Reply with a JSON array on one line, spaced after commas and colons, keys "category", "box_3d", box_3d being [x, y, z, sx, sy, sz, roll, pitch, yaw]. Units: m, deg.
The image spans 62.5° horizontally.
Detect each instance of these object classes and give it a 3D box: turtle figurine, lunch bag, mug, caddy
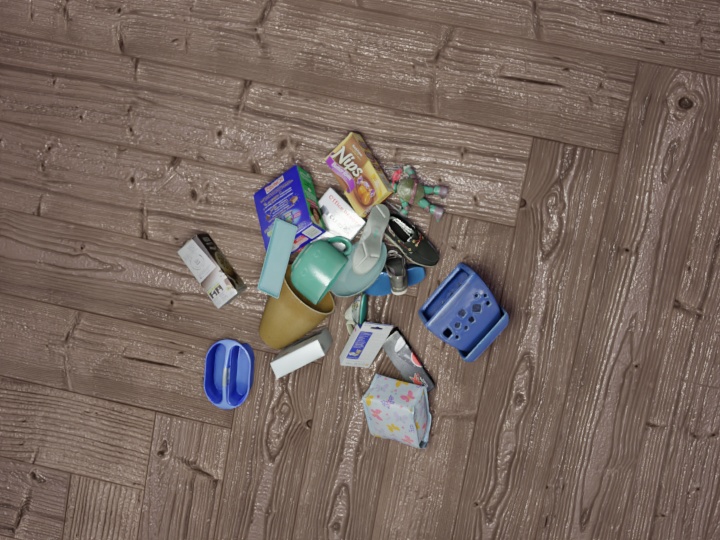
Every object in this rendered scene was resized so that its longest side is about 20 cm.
[{"category": "turtle figurine", "box_3d": [0.143, -0.215, 1.673, 0.194, 0.101, 0.155, 16, 97, -4]}, {"category": "lunch bag", "box_3d": [0.108, 0.412, 1.692, 0.165, 0.128, 0.205, 8, 128, 28]}, {"category": "mug", "box_3d": [-0.113, -0.011, 1.608, 0.113, 0.185, 0.153, 36, 122, 2]}, {"category": "caddy", "box_3d": [-0.386, 0.301, 1.747, 0.136, 0.105, 0.208, 5, 96, 4]}]

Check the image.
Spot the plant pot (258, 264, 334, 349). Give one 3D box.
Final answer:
[{"category": "plant pot", "box_3d": [-0.202, 0.121, 1.698, 0.186, 0.187, 0.201, 42, 111, -1]}]

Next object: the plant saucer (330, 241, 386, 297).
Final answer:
[{"category": "plant saucer", "box_3d": [0.000, 0.000, 1.673, 0.199, 0.203, 0.039, -39, 127, 7]}]

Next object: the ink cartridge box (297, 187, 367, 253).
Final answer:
[{"category": "ink cartridge box", "box_3d": [-0.093, -0.114, 1.700, 0.144, 0.084, 0.201, 42, 97, 0]}]

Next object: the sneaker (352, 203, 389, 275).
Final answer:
[{"category": "sneaker", "box_3d": [0.030, -0.078, 1.641, 0.069, 0.080, 0.206, 22, 79, -2]}]

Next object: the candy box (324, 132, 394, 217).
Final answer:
[{"category": "candy box", "box_3d": [-0.004, -0.267, 1.655, 0.116, 0.056, 0.204, -37, 77, 26]}]

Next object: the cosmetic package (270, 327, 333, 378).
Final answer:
[{"category": "cosmetic package", "box_3d": [-0.162, 0.229, 1.678, 0.148, 0.200, 0.053, -29, 92, 5]}]

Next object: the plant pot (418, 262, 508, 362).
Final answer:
[{"category": "plant pot", "box_3d": [0.291, 0.122, 1.643, 0.179, 0.200, 0.201, 43, 96, -6]}]

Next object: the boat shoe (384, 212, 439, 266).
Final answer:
[{"category": "boat shoe", "box_3d": [0.144, -0.085, 1.681, 0.200, 0.063, 0.074, 39, 67, -1]}]

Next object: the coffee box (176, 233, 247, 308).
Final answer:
[{"category": "coffee box", "box_3d": [-0.428, -0.001, 1.720, 0.079, 0.113, 0.202, -36, 92, 6]}]

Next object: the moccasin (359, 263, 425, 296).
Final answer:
[{"category": "moccasin", "box_3d": [0.089, 0.027, 1.712, 0.193, 0.068, 0.083, -7, 107, 0]}]

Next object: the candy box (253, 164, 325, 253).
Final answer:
[{"category": "candy box", "box_3d": [-0.200, -0.161, 1.649, 0.166, 0.076, 0.205, -29, 62, 22]}]

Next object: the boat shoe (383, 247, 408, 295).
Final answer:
[{"category": "boat shoe", "box_3d": [0.098, -0.016, 1.641, 0.064, 0.203, 0.058, -8, 127, -1]}]

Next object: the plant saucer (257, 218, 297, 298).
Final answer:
[{"category": "plant saucer", "box_3d": [-0.221, -0.033, 1.585, 0.068, 0.019, 0.206, 21, 106, 15]}]

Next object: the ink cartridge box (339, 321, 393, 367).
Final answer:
[{"category": "ink cartridge box", "box_3d": [0.015, 0.203, 1.678, 0.092, 0.038, 0.202, 8, 136, -21]}]

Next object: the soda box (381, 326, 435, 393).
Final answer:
[{"category": "soda box", "box_3d": [0.137, 0.270, 1.730, 0.070, 0.063, 0.203, -35, 93, 6]}]

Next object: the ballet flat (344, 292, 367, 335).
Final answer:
[{"category": "ballet flat", "box_3d": [-0.011, 0.142, 1.689, 0.069, 0.073, 0.204, -4, 133, 4]}]
